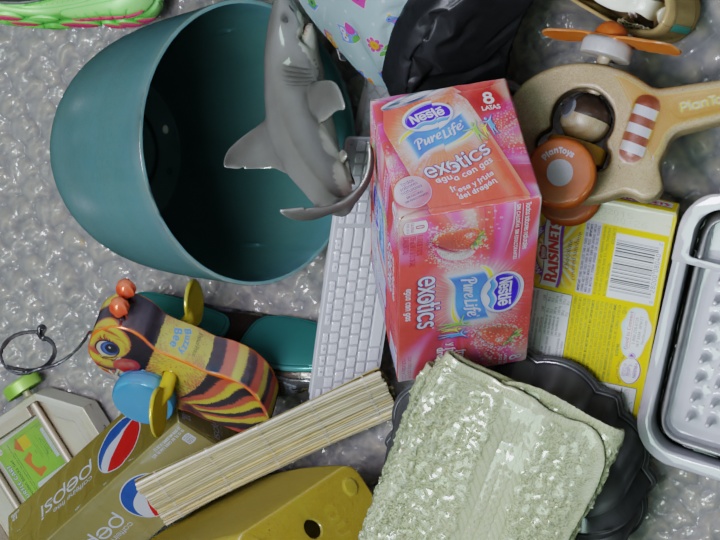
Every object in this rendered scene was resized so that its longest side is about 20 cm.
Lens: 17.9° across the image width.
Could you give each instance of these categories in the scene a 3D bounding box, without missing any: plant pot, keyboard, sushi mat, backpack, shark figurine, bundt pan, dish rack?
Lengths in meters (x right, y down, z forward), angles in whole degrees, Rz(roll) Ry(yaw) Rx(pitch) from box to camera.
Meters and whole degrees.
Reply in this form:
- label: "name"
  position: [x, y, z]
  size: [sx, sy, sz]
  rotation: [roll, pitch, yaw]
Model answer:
- label: "plant pot"
  position: [-0.061, 0.253, 1.672]
  size: [0.176, 0.200, 0.200]
  rotation: [-37, 85, 45]
- label: "keyboard"
  position: [0.000, 0.000, 1.664]
  size: [0.011, 0.056, 0.201]
  rotation: [-143, 58, -60]
- label: "sushi mat"
  position: [-0.066, 0.129, 1.686]
  size: [0.200, 0.096, 0.012]
  rotation: [-25, 64, 1]
- label: "backpack"
  position: [0.024, -0.218, 1.569]
  size: [0.200, 0.126, 0.167]
  rotation: [55, 142, 26]
- label: "shark figurine"
  position: [-0.047, -0.077, 1.563]
  size: [0.089, 0.215, 0.128]
  rotation: [-12, 134, -6]
- label: "plant pot"
  position: [-0.130, -0.090, 1.662]
  size: [0.161, 0.200, 0.201]
  rotation: [1, 103, 47]
- label: "bundt pan"
  position: [0.106, 0.156, 1.632]
  size: [0.201, 0.076, 0.202]
  rotation: [8, 124, 13]
- label: "dish rack"
  position: [0.289, 0.053, 1.574]
  size: [0.171, 0.044, 0.200]
  rotation: [16, 108, 16]

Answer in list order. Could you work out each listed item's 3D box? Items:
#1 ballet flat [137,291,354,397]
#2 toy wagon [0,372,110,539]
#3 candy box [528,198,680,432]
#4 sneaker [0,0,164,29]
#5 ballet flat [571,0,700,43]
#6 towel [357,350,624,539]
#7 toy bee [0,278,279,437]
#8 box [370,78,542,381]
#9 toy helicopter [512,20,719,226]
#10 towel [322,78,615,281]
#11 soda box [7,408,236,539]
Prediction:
- label: "ballet flat"
  position: [-0.091, 0.065, 1.754]
  size: [0.200, 0.072, 0.072]
  rotation: [12, 106, 22]
- label: "toy wagon"
  position: [-0.274, 0.181, 1.871]
  size: [0.200, 0.040, 0.155]
  rotation: [-34, 86, 28]
- label: "candy box"
  position: [0.159, 0.036, 1.614]
  size: [0.102, 0.026, 0.200]
  rotation: [14, 117, 13]
- label: "sneaker"
  position: [-0.237, -0.229, 1.753]
  size: [0.200, 0.077, 0.084]
  rotation: [4, 86, 21]
- label: "ballet flat"
  position: [0.144, -0.221, 1.573]
  size: [0.200, 0.063, 0.069]
  rotation: [32, 111, 16]
- label: "towel"
  position: [0.079, 0.163, 1.565]
  size: [0.148, 0.036, 0.200]
  rotation: [23, 111, 3]
- label: "toy bee"
  position: [-0.154, 0.061, 1.651]
  size: [0.109, 0.199, 0.131]
  rotation: [106, 158, -50]
- label: "box"
  position: [0.060, -0.024, 1.531]
  size: [0.094, 0.200, 0.103]
  rotation: [-10, 56, -6]
- label: "toy helicopter"
  position: [0.194, -0.112, 1.526]
  size: [0.199, 0.079, 0.133]
  rotation: [-11, 79, 9]
- label: "towel"
  position: [0.078, -0.049, 1.661]
  size: [0.200, 0.032, 0.191]
  rotation: [17, 108, 22]
- label: "soda box"
  position: [-0.184, 0.168, 1.760]
  size: [0.064, 0.068, 0.200]
  rotation: [34, 115, -30]
